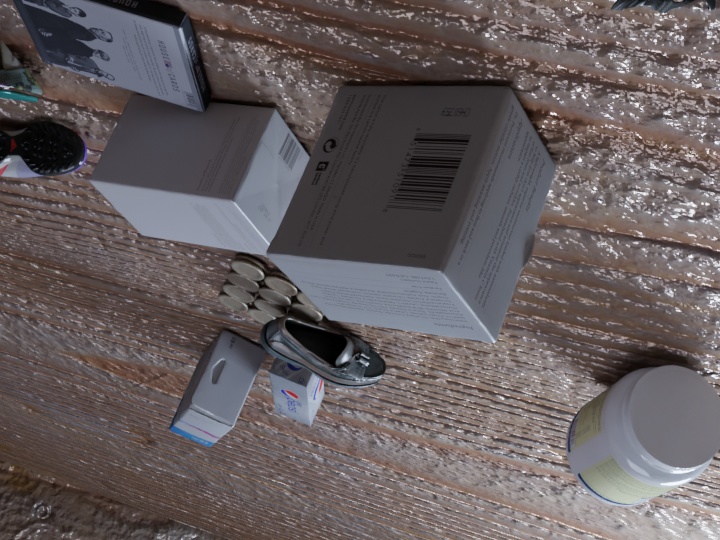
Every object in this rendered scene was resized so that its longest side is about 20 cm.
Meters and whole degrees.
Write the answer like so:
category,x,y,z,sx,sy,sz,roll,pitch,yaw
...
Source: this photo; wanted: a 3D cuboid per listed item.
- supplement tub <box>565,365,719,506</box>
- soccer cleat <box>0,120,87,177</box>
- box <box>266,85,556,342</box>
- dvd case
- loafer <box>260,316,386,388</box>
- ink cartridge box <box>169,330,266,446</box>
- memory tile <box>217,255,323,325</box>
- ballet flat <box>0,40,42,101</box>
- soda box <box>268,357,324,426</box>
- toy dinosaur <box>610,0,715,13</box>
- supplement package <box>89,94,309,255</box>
category,x,y,z,sx,sy,sz,roll,pitch,yaw
supplement tub,0.349,0.203,1.537,0.144,0.146,0.200,23,157,-2
soccer cleat,-0.410,-0.149,1.595,0.198,0.069,0.073,1,173,34
box,0.051,-0.057,1.171,0.199,0.200,0.131,5,152,35
dvd case,-0.258,-0.238,1.290,0.198,0.025,0.151,18,157,11
loafer,-0.045,0.116,1.793,0.199,0.072,0.063,20,150,-22
ink cartridge box,-0.239,0.199,2.074,0.084,0.146,0.200,26,157,-8
memory tile,-0.124,0.041,1.789,0.152,0.017,0.200,25,157,-5
ballet flat,-0.431,-0.224,1.393,0.069,0.072,0.199,5,-172,31
soda box,-0.101,0.183,2.018,0.068,0.064,0.200,20,157,9
toy dinosaur,0.203,-0.238,0.783,0.200,0.102,0.136,37,146,22
supplement package,-0.172,-0.106,1.375,0.198,0.121,0.121,9,155,29
